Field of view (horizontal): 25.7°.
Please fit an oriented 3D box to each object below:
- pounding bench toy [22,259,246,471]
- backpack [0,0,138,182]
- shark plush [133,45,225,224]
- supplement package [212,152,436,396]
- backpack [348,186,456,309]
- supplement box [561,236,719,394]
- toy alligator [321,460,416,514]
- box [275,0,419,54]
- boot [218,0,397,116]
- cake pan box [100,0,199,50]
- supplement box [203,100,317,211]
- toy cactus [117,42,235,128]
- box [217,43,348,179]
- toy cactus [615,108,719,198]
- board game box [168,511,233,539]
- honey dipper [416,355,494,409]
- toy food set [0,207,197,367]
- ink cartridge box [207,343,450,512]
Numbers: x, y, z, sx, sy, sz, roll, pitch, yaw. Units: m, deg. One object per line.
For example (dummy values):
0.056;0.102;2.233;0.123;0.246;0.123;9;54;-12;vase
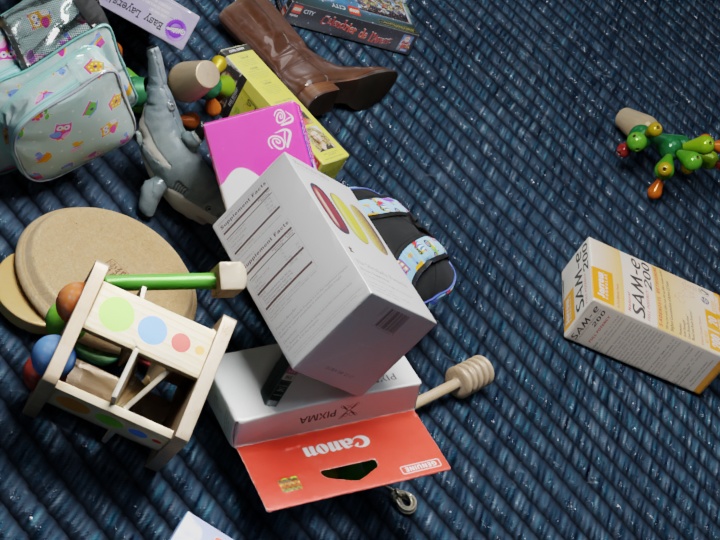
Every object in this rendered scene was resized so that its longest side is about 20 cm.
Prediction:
-0.208;0.054;1.455;0.156;0.124;0.200;26;64;-11;pounding bench toy
-0.337;-0.182;1.622;0.200;0.176;0.154;-23;67;-7;backpack
-0.193;-0.146;1.715;0.083;0.201;0.091;-1;12;31;shark plush
-0.037;0.003;1.521;0.114;0.110;0.200;26;25;-50;supplement package
0.000;0.000;1.719;0.183;0.135;0.200;45;29;12;backpack
0.354;0.056;1.968;0.200;0.074;0.126;22;38;-14;supplement box
-0.020;0.181;1.571;0.200;0.054;0.059;26;38;-10;toy alligator
-0.027;-0.377;2.192;0.200;0.038;0.137;11;43;-27;box
-0.069;-0.291;2.054;0.186;0.064;0.200;-16;54;-48;boot
-0.294;-0.331;1.846;0.200;0.052;0.184;27;7;-26;cake pan box
-0.103;-0.121;1.702;0.200;0.103;0.101;-84;159;-84;supplement box
-0.211;-0.214;1.782;0.200;0.165;0.103;3;82;-36;toy cactus
-0.104;-0.176;1.887;0.050;0.075;0.200;-23;65;-45;box
0.432;-0.178;2.276;0.200;0.102;0.165;-4;32;-36;toy cactus
-0.130;0.318;1.355;0.151;0.037;0.200;32;36;-2;board game box
0.070;0.140;1.704;0.200;0.038;0.038;-23;64;-44;honey dipper
-0.255;0.016;1.584;0.198;0.049;0.200;31;37;-5;toy food set
-0.032;0.137;1.523;0.200;0.044;0.174;-10;42;-24;ink cartridge box
